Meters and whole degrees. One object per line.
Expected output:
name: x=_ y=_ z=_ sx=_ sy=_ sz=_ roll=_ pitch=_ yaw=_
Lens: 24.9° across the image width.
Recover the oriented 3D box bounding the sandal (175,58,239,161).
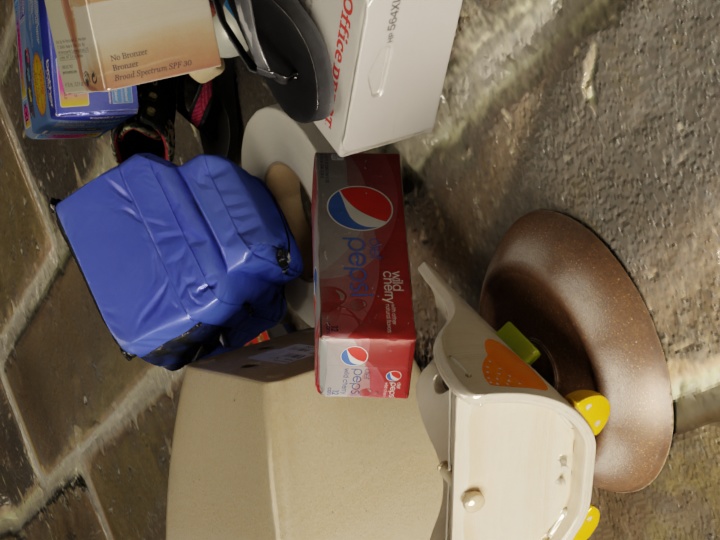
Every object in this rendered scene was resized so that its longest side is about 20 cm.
sandal: x=-0.147 y=-0.178 z=1.505 sx=0.075 sy=0.045 sz=0.200 roll=47 pitch=146 yaw=42

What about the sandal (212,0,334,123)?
sandal: x=-0.082 y=-0.187 z=1.129 sx=0.201 sy=0.043 sz=0.076 roll=62 pitch=152 yaw=1

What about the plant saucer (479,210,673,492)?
plant saucer: x=0.133 y=0.060 z=1.100 sx=0.200 sy=0.037 sz=0.201 roll=45 pitch=145 yaw=45

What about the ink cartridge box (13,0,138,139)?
ink cartridge box: x=-0.245 y=-0.192 z=1.413 sx=0.200 sy=0.076 sz=0.137 roll=173 pitch=91 yaw=-68

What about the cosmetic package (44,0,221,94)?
cosmetic package: x=-0.179 y=-0.237 z=1.199 sx=0.087 sy=0.103 sz=0.201 roll=7 pitch=112 yaw=59

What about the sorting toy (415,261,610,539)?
sorting toy: x=0.077 y=0.089 z=1.092 sx=0.180 sy=0.107 sz=0.200 roll=-123 pitch=24 yaw=-46

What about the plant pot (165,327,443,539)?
plant pot: x=-0.040 y=0.149 z=1.322 sx=0.200 sy=0.200 sz=0.178 roll=6 pitch=107 yaw=54

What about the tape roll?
tape roll: x=-0.042 y=-0.046 z=1.391 sx=0.203 sy=0.037 sz=0.203 roll=44 pitch=144 yaw=44

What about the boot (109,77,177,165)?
boot: x=-0.207 y=-0.195 z=1.523 sx=0.154 sy=0.073 sz=0.204 roll=-97 pitch=1 yaw=-48

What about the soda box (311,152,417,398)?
soda box: x=0.000 y=0.000 z=1.200 sx=0.200 sy=0.070 sz=0.064 roll=-93 pitch=6 yaw=-45

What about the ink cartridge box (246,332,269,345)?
ink cartridge box: x=-0.096 y=0.160 z=1.579 sx=0.200 sy=0.057 sz=0.163 roll=61 pitch=155 yaw=10

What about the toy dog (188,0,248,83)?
toy dog: x=-0.133 y=-0.250 z=1.341 sx=0.200 sy=0.132 sz=0.096 roll=49 pitch=-174 yaw=26

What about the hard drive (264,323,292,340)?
hard drive: x=-0.040 y=0.165 z=1.552 sx=0.200 sy=0.025 sz=0.132 roll=56 pitch=152 yaw=29

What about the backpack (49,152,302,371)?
backpack: x=-0.135 y=-0.004 z=1.383 sx=0.200 sy=0.167 sz=0.163 roll=39 pitch=-152 yaw=-73

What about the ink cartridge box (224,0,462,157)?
ink cartridge box: x=-0.018 y=-0.202 z=1.165 sx=0.200 sy=0.084 sz=0.146 roll=53 pitch=148 yaw=34
